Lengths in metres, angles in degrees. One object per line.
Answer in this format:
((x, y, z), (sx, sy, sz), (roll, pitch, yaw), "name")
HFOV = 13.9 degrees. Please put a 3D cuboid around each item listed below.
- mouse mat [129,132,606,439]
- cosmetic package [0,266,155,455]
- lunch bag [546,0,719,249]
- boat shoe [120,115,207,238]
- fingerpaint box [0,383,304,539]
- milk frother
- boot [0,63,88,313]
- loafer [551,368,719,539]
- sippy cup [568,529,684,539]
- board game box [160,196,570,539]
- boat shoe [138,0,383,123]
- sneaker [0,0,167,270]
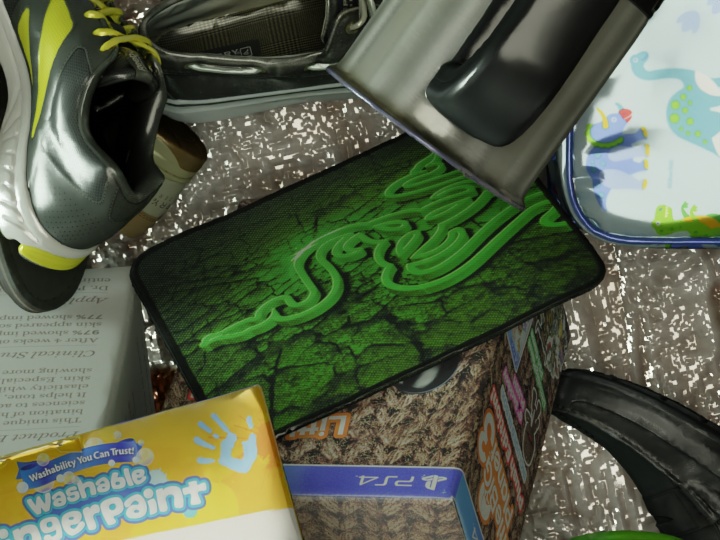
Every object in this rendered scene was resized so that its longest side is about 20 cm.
((0.000, 0.000, 1.410), (0.199, 0.161, 0.008), (-24, 132, -9), "mouse mat")
((-0.187, 0.117, 1.428), (0.167, 0.200, 0.167), (-3, 116, 3), "cosmetic package")
((0.168, -0.112, 1.476), (0.160, 0.082, 0.201), (-1, 94, -3), "lunch bag")
((-0.176, -0.089, 1.500), (0.200, 0.074, 0.067), (35, 102, 8), "boat shoe")
((-0.115, 0.155, 1.238), (0.199, 0.073, 0.167), (-16, 83, -4), "fingerpaint box")
((0.045, -0.162, 1.354), (0.200, 0.180, 0.188), (36, 94, 8), "milk frother")
((-0.229, -0.055, 1.477), (0.174, 0.069, 0.201), (-23, 86, 41), "boot")
((0.177, 0.118, 1.499), (0.200, 0.068, 0.071), (32, 85, -3), "loafer")
((0.126, 0.223, 1.484), (0.130, 0.178, 0.140), (16, 60, -9), "sippy cup")
((0.000, 0.067, 1.416), (0.159, 0.200, 0.097), (-1, 134, 18), "board game box")
((-0.013, -0.121, 1.444), (0.199, 0.071, 0.072), (-18, 72, -3), "boat shoe")
((-0.127, -0.102, 1.408), (0.084, 0.074, 0.201), (-20, 69, 39), "sneaker")
